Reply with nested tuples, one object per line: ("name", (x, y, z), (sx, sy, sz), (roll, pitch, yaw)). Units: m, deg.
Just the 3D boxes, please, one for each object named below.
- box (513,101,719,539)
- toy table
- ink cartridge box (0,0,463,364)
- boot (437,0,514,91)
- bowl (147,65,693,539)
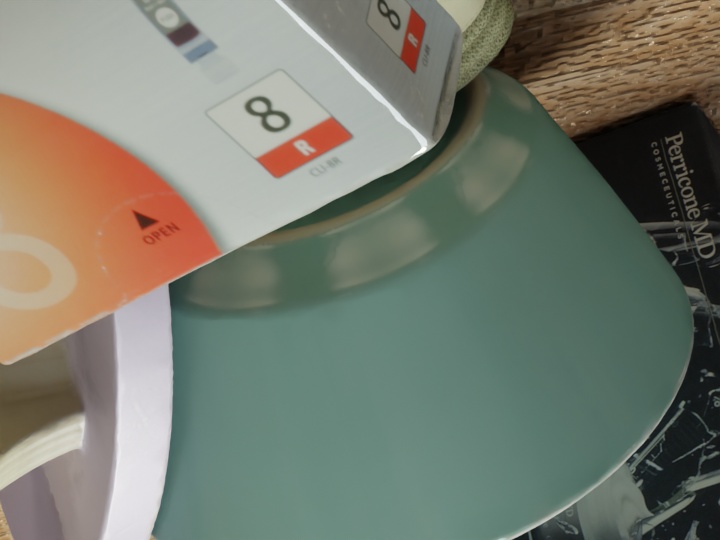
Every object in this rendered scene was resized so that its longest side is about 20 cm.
("box", (0.087, 0.065, 1.024), (0.181, 0.201, 0.104), (-20, 159, 14))
("toy table", (-0.138, 0.035, 0.835), (0.117, 0.184, 0.201), (-12, 126, -26))
("ink cartridge box", (-0.098, -0.072, 0.610), (0.162, 0.050, 0.200), (-25, 129, 38))
("boot", (-0.056, -0.073, 0.754), (0.199, 0.072, 0.155), (-16, 162, 5))
("bowl", (0.000, 0.000, 0.853), (0.200, 0.201, 0.105), (-17, 122, 7))
